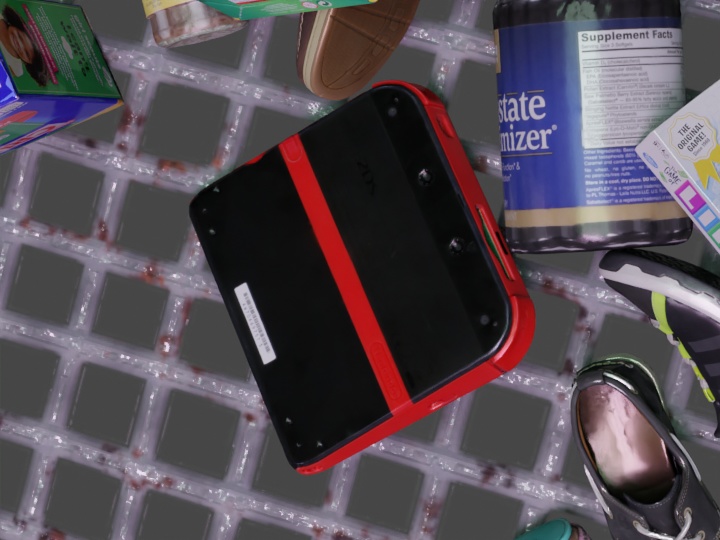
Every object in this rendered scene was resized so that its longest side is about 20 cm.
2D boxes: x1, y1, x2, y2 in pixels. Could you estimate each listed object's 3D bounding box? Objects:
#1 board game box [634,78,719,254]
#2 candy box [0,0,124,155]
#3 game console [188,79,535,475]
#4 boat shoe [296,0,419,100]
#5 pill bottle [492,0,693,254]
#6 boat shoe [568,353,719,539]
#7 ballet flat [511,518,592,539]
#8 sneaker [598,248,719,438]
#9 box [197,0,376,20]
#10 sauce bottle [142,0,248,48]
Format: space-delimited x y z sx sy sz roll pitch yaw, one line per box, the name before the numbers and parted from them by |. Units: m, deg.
board game box | 0.274 -0.077 1.542 0.200 0.034 0.134 -37 85 -20
candy box | -0.257 -0.102 1.618 0.169 0.200 0.077 -22 90 13
game console | 0.000 0.000 1.627 0.177 0.031 0.200 -31 67 20
boat shoe | -0.003 -0.204 1.635 0.072 0.072 0.200 22 99 42
pill bottle | 0.135 -0.112 1.581 0.112 0.112 0.200 -4 92 12
boat shoe | 0.177 0.148 1.608 0.072 0.068 0.200 -24 89 10
ballet flat | 0.055 0.213 1.642 0.200 0.069 0.071 -20 108 12
sneaker | 0.220 0.059 1.592 0.200 0.072 0.083 30 99 9
box | -0.031 -0.255 1.600 0.117 0.048 0.200 -3 72 41
sauce bottle | -0.120 -0.239 1.653 0.065 0.065 0.200 -13 89 12
